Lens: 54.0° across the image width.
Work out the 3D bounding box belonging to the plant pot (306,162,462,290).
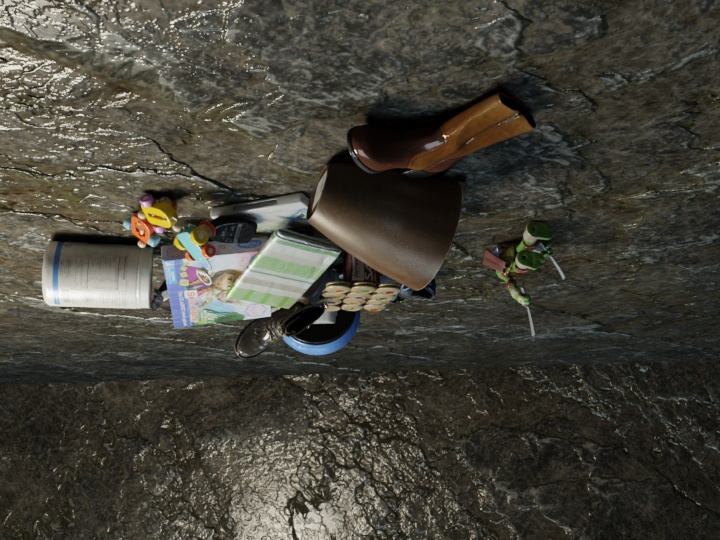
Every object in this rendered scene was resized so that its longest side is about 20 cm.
[{"bbox_3d":[0.025,-0.089,1.095,0.199,0.188,0.187,19,159,-15],"label":"plant pot"}]

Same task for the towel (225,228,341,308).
[{"bbox_3d":[-0.149,-0.001,1.344,0.149,0.031,0.200,15,135,-36],"label":"towel"}]

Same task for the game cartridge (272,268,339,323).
[{"bbox_3d":[-0.142,0.054,1.599,0.199,0.134,0.041,-3,172,29],"label":"game cartridge"}]

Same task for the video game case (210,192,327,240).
[{"bbox_3d":[-0.148,-0.088,1.314,0.182,0.022,0.200,-7,163,20],"label":"video game case"}]

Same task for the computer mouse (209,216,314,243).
[{"bbox_3d":[-0.180,-0.076,1.275,0.199,0.034,0.059,2,139,-27],"label":"computer mouse"}]

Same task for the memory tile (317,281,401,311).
[{"bbox_3d":[-0.007,0.056,1.443,0.153,0.017,0.200,2,164,-9],"label":"memory tile"}]

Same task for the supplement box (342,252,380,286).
[{"bbox_3d":[0.000,0.000,1.476,0.061,0.109,0.200,1,165,-5],"label":"supplement box"}]

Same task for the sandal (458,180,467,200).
[{"bbox_3d":[0.129,-0.102,1.237,0.069,0.078,0.212,19,157,2],"label":"sandal"}]

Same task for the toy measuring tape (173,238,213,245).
[{"bbox_3d":[-0.292,-0.020,1.424,0.073,0.074,0.200,-13,153,35],"label":"toy measuring tape"}]

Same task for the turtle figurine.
[{"bbox_3d":[0.358,-0.005,1.439,0.144,0.200,0.194,-34,163,-11],"label":"turtle figurine"}]

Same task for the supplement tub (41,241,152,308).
[{"bbox_3d":[-0.524,0.010,1.424,0.199,0.133,0.132,3,164,-15],"label":"supplement tub"}]

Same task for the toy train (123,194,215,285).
[{"bbox_3d":[-0.323,-0.066,1.238,0.200,0.056,0.150,32,145,10],"label":"toy train"}]

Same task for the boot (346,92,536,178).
[{"bbox_3d":[0.105,-0.180,0.936,0.200,0.069,0.188,-17,157,41],"label":"boot"}]

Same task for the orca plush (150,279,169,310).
[{"bbox_3d":[-0.378,0.027,1.539,0.071,0.106,0.200,14,-139,41],"label":"orca plush"}]

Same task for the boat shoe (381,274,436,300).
[{"bbox_3d":[0.107,0.028,1.635,0.199,0.069,0.084,4,149,-34],"label":"boat shoe"}]

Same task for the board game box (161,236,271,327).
[{"bbox_3d":[-0.276,0.025,1.386,0.199,0.041,0.200,-7,138,-11],"label":"board game box"}]

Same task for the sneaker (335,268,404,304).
[{"bbox_3d":[0.024,0.041,1.664,0.199,0.083,0.072,8,161,-29],"label":"sneaker"}]

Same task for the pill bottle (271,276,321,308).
[{"bbox_3d":[-0.189,0.023,1.531,0.200,0.114,0.114,-16,158,40],"label":"pill bottle"}]

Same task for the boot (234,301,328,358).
[{"bbox_3d":[-0.168,0.117,1.455,0.200,0.069,0.174,-35,-172,-12],"label":"boot"}]

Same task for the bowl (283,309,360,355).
[{"bbox_3d":[-0.100,0.099,1.661,0.200,0.201,0.039,-1,148,0],"label":"bowl"}]
